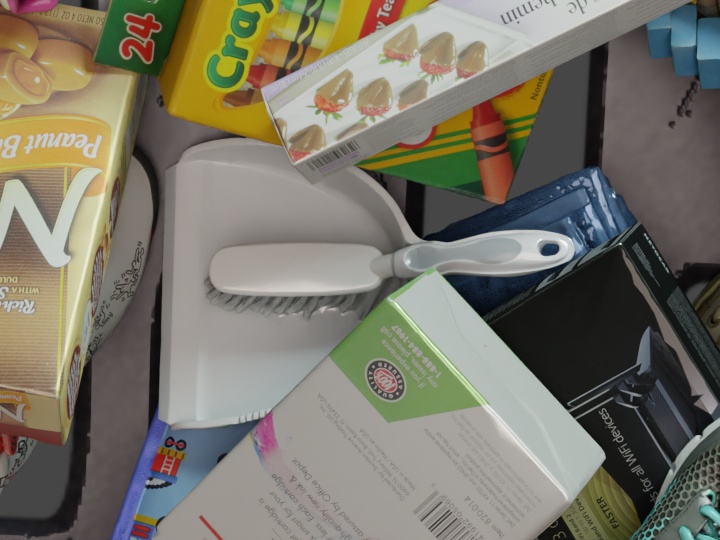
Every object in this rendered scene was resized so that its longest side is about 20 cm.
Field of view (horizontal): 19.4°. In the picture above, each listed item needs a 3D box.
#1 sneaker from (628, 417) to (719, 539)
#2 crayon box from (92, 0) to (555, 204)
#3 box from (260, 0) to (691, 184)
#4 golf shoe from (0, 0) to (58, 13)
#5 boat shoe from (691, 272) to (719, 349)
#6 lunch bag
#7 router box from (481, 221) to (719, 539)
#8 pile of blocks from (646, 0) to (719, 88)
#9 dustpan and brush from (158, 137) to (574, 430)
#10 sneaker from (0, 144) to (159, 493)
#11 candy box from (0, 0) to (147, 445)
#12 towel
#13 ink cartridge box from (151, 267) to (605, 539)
[{"bbox_3d":[0.129,0.139,0.871,0.077,0.091,0.201,39,111,6],"label":"sneaker"},{"bbox_3d":[-0.008,-0.117,0.944,0.198,0.051,0.128,13,110,-16],"label":"crayon box"},{"bbox_3d":[0.055,-0.099,0.898,0.199,0.041,0.039,-26,76,7],"label":"box"},{"bbox_3d":[-0.118,-0.189,0.919,0.200,0.075,0.092,-38,72,45],"label":"golf shoe"},{"bbox_3d":[0.211,0.020,0.999,0.073,0.063,0.201,41,101,-7],"label":"boat shoe"},{"bbox_3d":[-0.037,0.118,1.017,0.149,0.094,0.202,20,88,0],"label":"lunch bag"},{"bbox_3d":[0.109,0.105,0.948,0.157,0.052,0.201,-31,91,22],"label":"router box"},{"bbox_3d":[0.174,-0.109,0.912,0.199,0.062,0.082,33,73,28],"label":"pile of blocks"},{"bbox_3d":[0.000,0.000,0.973,0.198,0.057,0.141,-2,73,6],"label":"dustpan and brush"},{"bbox_3d":[-0.158,0.033,0.988,0.067,0.108,0.202,30,98,-4],"label":"sneaker"},{"bbox_3d":[-0.169,-0.029,0.951,0.114,0.055,0.202,9,60,0],"label":"candy box"},{"bbox_3d":[0.108,0.058,0.998,0.111,0.048,0.201,-23,96,30],"label":"towel"},{"bbox_3d":[-0.005,0.110,0.924,0.117,0.067,0.200,47,112,3],"label":"ink cartridge box"}]
